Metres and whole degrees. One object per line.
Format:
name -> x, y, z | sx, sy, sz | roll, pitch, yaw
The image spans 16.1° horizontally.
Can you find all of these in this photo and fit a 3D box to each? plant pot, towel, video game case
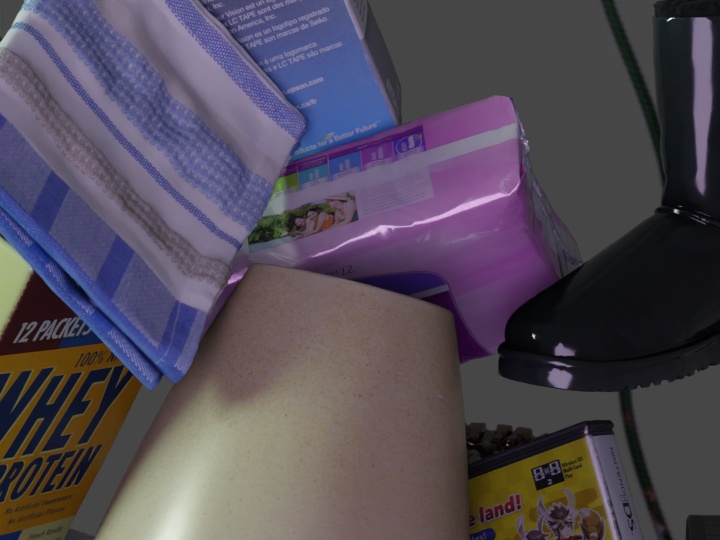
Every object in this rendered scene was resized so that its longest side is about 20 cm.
plant pot -> -0.028, 0.104, 1.108 | 0.186, 0.187, 0.201 | 13, 86, 5
towel -> -0.096, -0.057, 1.096 | 0.024, 0.200, 0.147 | -30, 112, 33
video game case -> 0.054, 0.183, 1.158 | 0.200, 0.025, 0.182 | -24, 75, 35

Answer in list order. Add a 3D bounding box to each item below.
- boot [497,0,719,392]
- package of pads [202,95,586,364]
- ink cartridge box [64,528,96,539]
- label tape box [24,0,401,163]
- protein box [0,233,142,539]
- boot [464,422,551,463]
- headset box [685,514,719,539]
boot -> 0.139, -0.040, 1.165 | 0.076, 0.200, 0.169 | 11, 107, 49
package of pads -> 0.000, 0.000, 1.210 | 0.199, 0.076, 0.121 | -18, 137, 11
ink cartridge box -> -0.138, 0.241, 1.255 | 0.146, 0.083, 0.200 | 23, 107, -40
label tape box -> -0.080, -0.138, 1.197 | 0.143, 0.066, 0.201 | -18, 113, 11
protein box -> -0.214, 0.021, 1.153 | 0.200, 0.135, 0.199 | 36, 110, 23
boot -> 0.001, 0.129, 1.259 | 0.199, 0.075, 0.108 | 7, 109, 8
headset box -> 0.242, 0.227, 1.232 | 0.173, 0.093, 0.201 | 0, 100, 7
